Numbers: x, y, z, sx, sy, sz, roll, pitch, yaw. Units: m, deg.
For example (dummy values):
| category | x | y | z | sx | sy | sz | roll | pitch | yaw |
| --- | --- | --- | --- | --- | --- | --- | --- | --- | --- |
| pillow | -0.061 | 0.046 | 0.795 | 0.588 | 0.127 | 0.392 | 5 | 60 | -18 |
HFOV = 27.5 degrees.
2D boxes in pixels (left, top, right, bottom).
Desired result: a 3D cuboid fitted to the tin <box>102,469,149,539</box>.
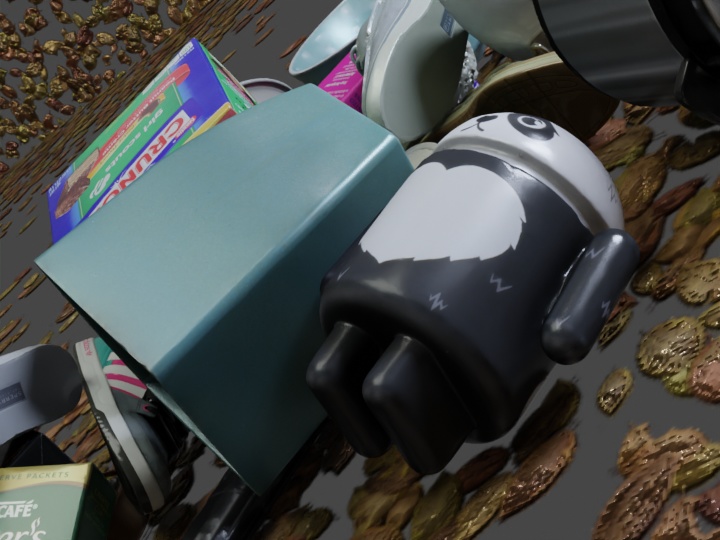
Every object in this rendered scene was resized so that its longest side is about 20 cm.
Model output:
| category | x | y | z | sx | sy | sz | roll | pitch | yaw |
| --- | --- | --- | --- | --- | --- | --- | --- | --- | --- |
| tin | -0.227 | 0.228 | 1.045 | 0.200 | 0.042 | 0.112 | -50 | 22 | -21 |

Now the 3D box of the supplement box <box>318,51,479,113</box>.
| category | x | y | z | sx | sy | sz | roll | pitch | yaw |
| --- | --- | --- | --- | --- | --- | --- | --- | --- | --- |
| supplement box | -0.002 | -0.100 | 1.198 | 0.200 | 0.101 | 0.103 | -48 | 19 | -12 |

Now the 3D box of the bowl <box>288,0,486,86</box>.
| category | x | y | z | sx | sy | sz | roll | pitch | yaw |
| --- | --- | --- | --- | --- | --- | --- | --- | --- | --- |
| bowl | 0.041 | -0.212 | 1.358 | 0.200 | 0.105 | 0.201 | -39 | 19 | 16 |

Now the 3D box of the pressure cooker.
| category | x | y | z | sx | sy | sz | roll | pitch | yaw |
| --- | --- | --- | --- | --- | --- | --- | --- | --- | --- |
| pressure cooker | 0.206 | -0.182 | 0.809 | 0.178 | 0.177 | 0.200 | -23 | 12 | -19 |

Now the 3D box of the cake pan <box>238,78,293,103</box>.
| category | x | y | z | sx | sy | sz | roll | pitch | yaw |
| --- | --- | --- | --- | --- | --- | --- | --- | --- | --- |
| cake pan | -0.104 | -0.065 | 1.258 | 0.037 | 0.201 | 0.200 | 34 | 74 | 29 |

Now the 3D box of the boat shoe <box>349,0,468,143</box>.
| category | x | y | z | sx | sy | sz | roll | pitch | yaw |
| --- | --- | --- | --- | --- | --- | --- | --- | --- | --- |
| boat shoe | 0.033 | -0.166 | 1.088 | 0.071 | 0.070 | 0.202 | -14 | 42 | 39 |

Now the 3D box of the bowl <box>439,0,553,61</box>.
| category | x | y | z | sx | sy | sz | roll | pitch | yaw |
| --- | --- | --- | --- | --- | --- | --- | --- | --- | --- |
| bowl | 0.165 | -0.214 | 1.038 | 0.199 | 0.075 | 0.199 | -36 | -17 | 19 |

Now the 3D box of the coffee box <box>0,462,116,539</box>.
| category | x | y | z | sx | sy | sz | roll | pitch | yaw |
| --- | --- | --- | --- | --- | --- | --- | --- | --- | --- |
| coffee box | -0.227 | 0.214 | 0.889 | 0.122 | 0.044 | 0.201 | -4 | 52 | 17 |

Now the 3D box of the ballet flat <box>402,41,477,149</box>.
| category | x | y | z | sx | sy | sz | roll | pitch | yaw |
| --- | --- | --- | --- | --- | --- | --- | --- | --- | --- |
| ballet flat | 0.033 | -0.105 | 1.121 | 0.201 | 0.072 | 0.072 | -54 | 19 | -12 |

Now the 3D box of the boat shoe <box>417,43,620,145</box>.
| category | x | y | z | sx | sy | sz | roll | pitch | yaw |
| --- | --- | --- | --- | --- | --- | --- | --- | --- | --- |
| boat shoe | 0.110 | -0.116 | 1.034 | 0.199 | 0.073 | 0.063 | -21 | 30 | 52 |

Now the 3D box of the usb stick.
| category | x | y | z | sx | sy | sz | roll | pitch | yaw |
| --- | --- | --- | --- | --- | --- | --- | --- | --- | --- |
| usb stick | -0.057 | 0.118 | 0.932 | 0.055 | 0.033 | 0.200 | -31 | 20 | 53 |

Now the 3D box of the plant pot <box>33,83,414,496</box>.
| category | x | y | z | sx | sy | sz | roll | pitch | yaw |
| --- | --- | --- | --- | --- | --- | --- | --- | --- | --- |
| plant pot | -0.058 | -0.004 | 0.891 | 0.200 | 0.142 | 0.141 | -45 | 48 | -12 |

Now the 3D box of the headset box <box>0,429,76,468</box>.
| category | x | y | z | sx | sy | sz | roll | pitch | yaw |
| --- | --- | --- | --- | --- | --- | --- | --- | --- | --- |
| headset box | -0.278 | 0.186 | 1.071 | 0.149 | 0.077 | 0.200 | -48 | 19 | -16 |

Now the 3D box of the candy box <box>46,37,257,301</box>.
| category | x | y | z | sx | sy | sz | roll | pitch | yaw |
| --- | --- | --- | --- | --- | --- | --- | --- | --- | --- |
| candy box | -0.138 | -0.059 | 1.038 | 0.169 | 0.077 | 0.200 | -45 | 26 | 6 |

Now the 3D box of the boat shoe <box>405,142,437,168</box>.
| category | x | y | z | sx | sy | sz | roll | pitch | yaw |
| --- | --- | --- | --- | --- | --- | --- | --- | --- | --- |
| boat shoe | 0.000 | 0.000 | 1.033 | 0.200 | 0.060 | 0.072 | -45 | 37 | 2 |

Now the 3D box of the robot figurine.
| category | x | y | z | sx | sy | sz | roll | pitch | yaw |
| --- | --- | --- | --- | --- | --- | --- | --- | --- | --- |
| robot figurine | 0.056 | 0.007 | 0.778 | 0.200 | 0.150 | 0.125 | -52 | -12 | -25 |

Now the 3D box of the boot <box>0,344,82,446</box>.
| category | x | y | z | sx | sy | sz | roll | pitch | yaw |
| --- | --- | --- | --- | --- | --- | --- | --- | --- | --- |
| boot | -0.281 | 0.100 | 0.980 | 0.095 | 0.074 | 0.200 | -19 | -4 | 30 |

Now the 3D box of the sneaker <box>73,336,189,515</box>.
| category | x | y | z | sx | sy | sz | roll | pitch | yaw |
| --- | --- | --- | --- | --- | --- | --- | --- | --- | --- |
| sneaker | -0.132 | 0.092 | 1.064 | 0.120 | 0.084 | 0.200 | -22 | 32 | -9 |
